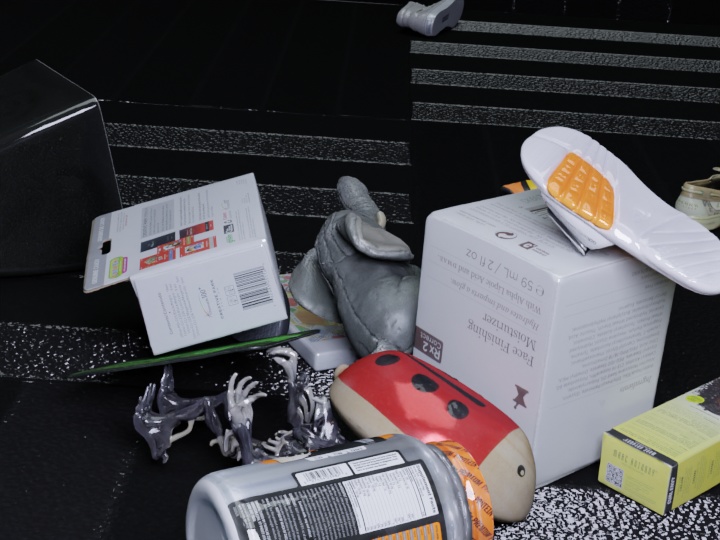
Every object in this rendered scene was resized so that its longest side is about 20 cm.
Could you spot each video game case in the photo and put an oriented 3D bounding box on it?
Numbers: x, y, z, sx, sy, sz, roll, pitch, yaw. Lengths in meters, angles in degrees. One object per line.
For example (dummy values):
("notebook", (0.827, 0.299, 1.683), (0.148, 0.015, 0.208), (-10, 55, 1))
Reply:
("video game case", (-0.008, 0.044, 1.405), (0.180, 0.023, 0.200), (-7, 24, -26))

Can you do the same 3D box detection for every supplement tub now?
("supplement tub", (-0.013, 0.185, 0.924), (0.198, 0.124, 0.122), (-8, 24, -27))

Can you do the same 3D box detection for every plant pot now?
("plant pot", (-0.395, -0.100, 1.498), (0.176, 0.202, 0.199), (-24, 32, -25))

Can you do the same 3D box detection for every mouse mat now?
("mouse mat", (-0.149, 0.075, 1.194), (0.197, 0.008, 0.161), (-9, 0, 17))

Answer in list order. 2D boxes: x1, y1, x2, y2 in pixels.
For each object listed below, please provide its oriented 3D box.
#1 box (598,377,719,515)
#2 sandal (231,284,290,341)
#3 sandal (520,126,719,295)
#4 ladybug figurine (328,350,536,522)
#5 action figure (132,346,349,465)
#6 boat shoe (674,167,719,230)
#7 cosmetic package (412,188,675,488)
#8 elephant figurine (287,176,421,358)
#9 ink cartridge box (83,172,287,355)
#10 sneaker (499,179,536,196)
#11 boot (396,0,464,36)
("box", (0.300, 0.148, 1.160), (0.199, 0.051, 0.075), (-18, 30, -40))
("sandal", (-0.126, 0.023, 1.382), (0.043, 0.077, 0.200), (20, 8, -40))
("sandal", (0.206, -0.035, 1.066), (0.079, 0.060, 0.206), (-34, 64, -33))
("ladybug figurine", (0.062, 0.127, 1.074), (0.199, 0.072, 0.136), (32, 10, 16))
("action figure", (-0.086, 0.122, 1.099), (0.197, 0.103, 0.119), (7, 11, 13))
("boat shoe", (0.493, -0.104, 1.790), (0.073, 0.063, 0.199), (18, 26, 34))
("cosmetic package", (0.159, 0.054, 1.167), (0.164, 0.203, 0.164), (-13, 28, -37))
("elephant figurine", (0.000, 0.000, 1.274), (0.200, 0.141, 0.155), (47, -8, 12))
("ink cartridge box", (-0.170, -0.006, 1.272), (0.173, 0.085, 0.200), (-15, 23, -2))
("sneaker", (0.178, 0.001, 1.365), (0.089, 0.203, 0.070), (3, -19, 5))
("boot", (0.151, -0.563, 2.846), (0.095, 0.074, 0.200), (20, 27, 19))
